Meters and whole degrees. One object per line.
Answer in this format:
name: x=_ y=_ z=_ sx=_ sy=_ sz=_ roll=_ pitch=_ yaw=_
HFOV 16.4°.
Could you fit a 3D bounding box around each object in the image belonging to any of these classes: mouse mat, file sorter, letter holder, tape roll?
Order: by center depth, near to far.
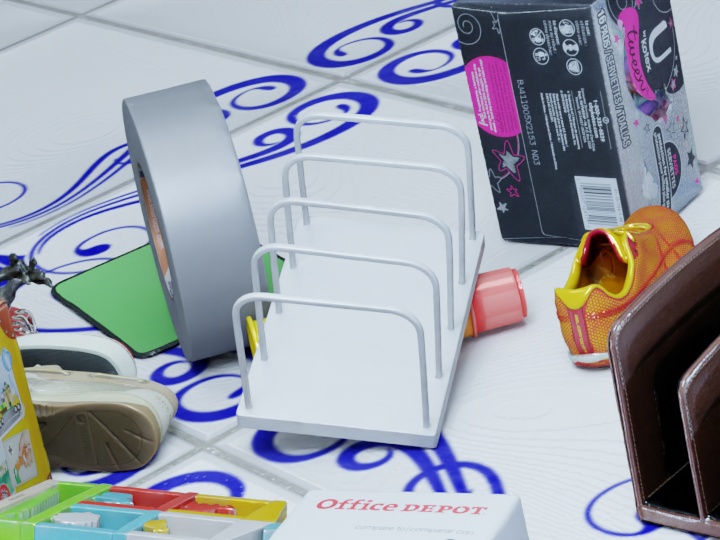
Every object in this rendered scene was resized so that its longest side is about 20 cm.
letter holder: x=0.253 y=0.052 z=1.525 sx=0.100 sy=0.143 sz=0.200 roll=9 pitch=32 yaw=42
file sorter: x=0.000 y=0.000 z=1.711 sx=0.138 sy=0.125 sz=0.201 roll=6 pitch=44 yaw=11
tape roll: x=-0.122 y=-0.037 z=1.859 sx=0.066 sy=0.201 sz=0.200 roll=-14 pitch=23 yaw=-9
mouse mat: x=-0.146 y=0.011 z=2.011 sx=0.160 sy=0.008 sz=0.200 roll=-24 pitch=25 yaw=-21

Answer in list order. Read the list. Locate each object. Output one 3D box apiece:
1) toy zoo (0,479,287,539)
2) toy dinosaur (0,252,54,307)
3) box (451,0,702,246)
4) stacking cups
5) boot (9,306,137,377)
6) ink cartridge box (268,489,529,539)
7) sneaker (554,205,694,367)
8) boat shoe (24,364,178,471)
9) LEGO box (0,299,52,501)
toy zoo: x=-0.130 y=0.160 z=1.572 sx=0.199 sy=0.021 sz=0.131 roll=4 pitch=7 yaw=16
toy dinosaur: x=-0.280 y=0.020 z=1.867 sx=0.088 sy=0.048 sz=0.200 roll=-29 pitch=13 yaw=6
box: x=0.170 y=-0.132 z=1.910 sx=0.132 sy=0.201 sz=0.115 roll=5 pitch=31 yaw=36
stacking cups: x=0.019 y=0.036 z=1.799 sx=0.199 sy=0.061 sz=0.061 roll=-16 pitch=23 yaw=-7
boot: x=-0.242 y=0.060 z=1.883 sx=0.199 sy=0.073 sz=0.144 roll=-8 pitch=22 yaw=22
ink cartridge box: x=-0.002 y=0.206 z=1.395 sx=0.144 sy=0.085 sz=0.200 roll=-1 pitch=25 yaw=28
sneaker: x=0.191 y=-0.006 z=1.775 sx=0.073 sy=0.078 sz=0.200 roll=-5 pitch=23 yaw=23
boat shoe: x=-0.228 y=0.101 z=1.778 sx=0.199 sy=0.073 sz=0.065 roll=0 pitch=25 yaw=17
LEGO box: x=-0.277 y=0.118 z=1.615 sx=0.077 sy=0.150 sz=0.200 roll=-11 pitch=11 yaw=14
